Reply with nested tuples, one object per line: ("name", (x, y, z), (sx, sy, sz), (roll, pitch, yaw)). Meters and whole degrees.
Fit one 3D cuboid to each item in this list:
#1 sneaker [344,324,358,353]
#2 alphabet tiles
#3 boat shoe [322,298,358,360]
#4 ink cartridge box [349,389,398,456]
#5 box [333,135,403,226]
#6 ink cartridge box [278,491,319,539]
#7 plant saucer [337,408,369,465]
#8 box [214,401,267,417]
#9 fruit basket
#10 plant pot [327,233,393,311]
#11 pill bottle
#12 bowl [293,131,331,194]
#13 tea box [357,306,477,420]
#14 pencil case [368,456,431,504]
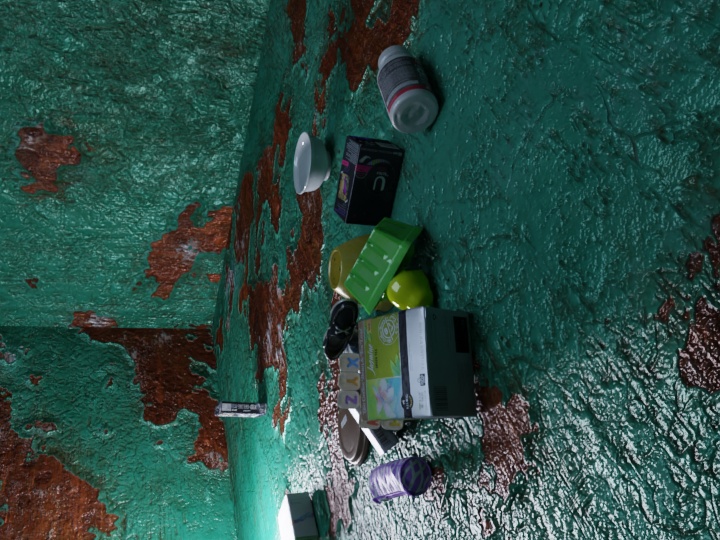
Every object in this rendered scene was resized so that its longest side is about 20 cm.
("sneaker", (-0.003, 0.210, 1.683), (0.200, 0.076, 0.086), (-122, 30, -66))
("alphabet tiles", (0.048, 0.242, 1.376), (0.015, 0.193, 0.203), (-13, -74, -90))
("boat shoe", (-0.048, 0.151, 1.603), (0.201, 0.075, 0.061), (106, 167, -46))
("ink cartridge box", (0.010, 0.357, 1.492), (0.163, 0.057, 0.200), (54, 157, 13))
("box", (0.017, -0.223, 1.598), (0.106, 0.121, 0.202), (-130, 47, -58))
("ink cartridge box", (-0.201, 0.845, 2.061), (0.201, 0.086, 0.146), (-113, 34, -45))
("plant saucer", (-0.023, 0.430, 1.743), (0.200, 0.029, 0.203), (-178, 90, -69))
("box", (-0.516, 0.597, 2.735), (0.158, 0.198, 0.050), (142, 131, -61))
("fruit basket", (0.087, 0.012, 1.410), (0.156, 0.213, 0.218), (-48, -25, -62))
("plant pot", (0.000, 0.000, 1.588), (0.200, 0.140, 0.203), (-178, 90, -69))
("pill bottle", (0.099, -0.414, 1.433), (0.111, 0.109, 0.202), (117, 148, -46))
("bowl", (-0.152, -0.347, 2.084), (0.201, 0.089, 0.204), (-178, 90, -69))
("tea box", (0.106, 0.187, 1.242), (0.196, 0.133, 0.203), (-19, 68, 47))
("pencil case", (0.081, 0.461, 1.398), (0.086, 0.083, 0.200), (-59, 5, -32))
